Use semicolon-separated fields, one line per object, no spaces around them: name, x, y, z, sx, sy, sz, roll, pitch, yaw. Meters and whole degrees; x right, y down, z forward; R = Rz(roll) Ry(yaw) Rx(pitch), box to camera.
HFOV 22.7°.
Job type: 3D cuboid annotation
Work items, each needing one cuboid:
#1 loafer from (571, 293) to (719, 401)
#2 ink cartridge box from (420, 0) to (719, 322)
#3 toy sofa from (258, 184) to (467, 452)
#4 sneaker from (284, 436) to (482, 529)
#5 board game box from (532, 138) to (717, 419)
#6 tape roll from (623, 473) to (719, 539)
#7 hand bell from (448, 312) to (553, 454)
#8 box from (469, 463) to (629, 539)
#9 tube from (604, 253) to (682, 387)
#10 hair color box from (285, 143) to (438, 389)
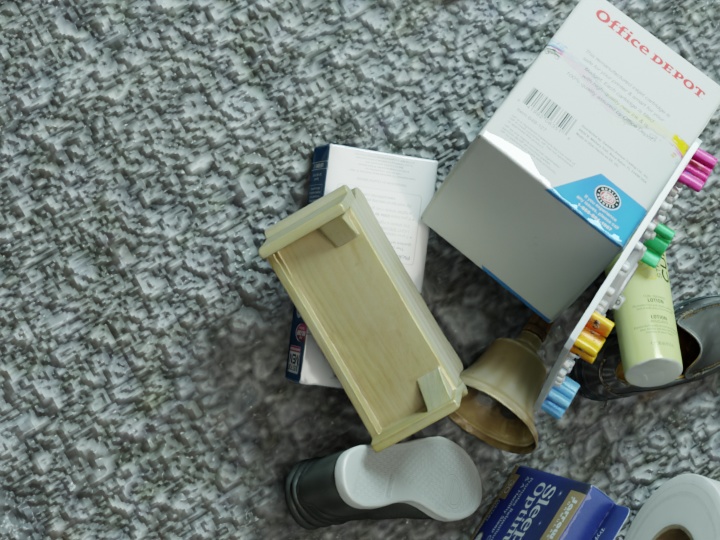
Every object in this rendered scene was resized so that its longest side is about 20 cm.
loafer;0.290;0.072;1.611;0.198;0.072;0.073;-21;96;-17
ink cartridge box;0.177;-0.095;1.487;0.147;0.145;0.200;38;58;2
toy sofa;0.004;0.037;1.457;0.082;0.098;0.201;-29;99;12
sneaker;0.016;0.183;1.530;0.199;0.099;0.072;10;70;-48
board game box;0.211;0.013;1.436;0.026;0.200;0.201;32;73;9
tape roll;0.321;0.292;1.558;0.138;0.202;0.205;19;85;-18
hand bell;0.155;0.049;1.574;0.104;0.104;0.201;39;66;-15
box;0.145;0.228;1.499;0.032;0.200;0.122;37;80;-15
tube;0.242;0.003;1.574;0.058;0.052;0.202;43;35;-48
hair color box;0.000;0.000;1.520;0.099;0.060;0.202;8;88;-16
